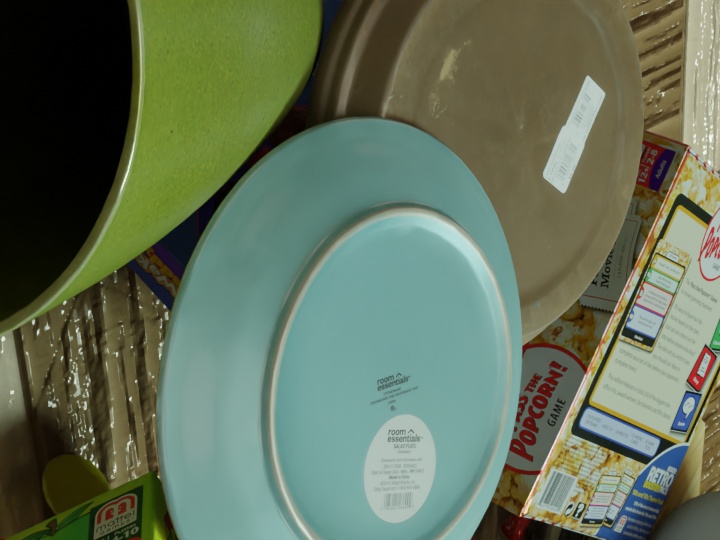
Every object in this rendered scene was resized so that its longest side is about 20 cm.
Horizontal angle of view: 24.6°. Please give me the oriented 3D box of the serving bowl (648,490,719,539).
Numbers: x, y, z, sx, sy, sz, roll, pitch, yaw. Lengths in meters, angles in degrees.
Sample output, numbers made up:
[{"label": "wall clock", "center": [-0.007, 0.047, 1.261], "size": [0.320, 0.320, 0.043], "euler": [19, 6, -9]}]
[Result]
[{"label": "serving bowl", "center": [0.177, 0.215, 0.966], "size": [0.200, 0.065, 0.201], "euler": [-52, 153, -40]}]

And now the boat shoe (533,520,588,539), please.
[{"label": "boat shoe", "center": [0.156, 0.087, 0.979], "size": [0.075, 0.073, 0.201], "euler": [-88, -167, -84]}]

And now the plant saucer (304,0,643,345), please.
[{"label": "plant saucer", "center": [0.058, -0.055, 0.696], "size": [0.199, 0.029, 0.202], "euler": [-12, 108, -42]}]

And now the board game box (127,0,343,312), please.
[{"label": "board game box", "center": [-0.003, -0.042, 0.732], "size": [0.135, 0.045, 0.200], "euler": [48, 64, -7]}]

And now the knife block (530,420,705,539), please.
[{"label": "knife block", "center": [0.135, 0.192, 1.027], "size": [0.175, 0.064, 0.201], "euler": [-22, 122, -42]}]

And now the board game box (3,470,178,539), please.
[{"label": "board game box", "center": [-0.141, 0.164, 0.613], "size": [0.199, 0.048, 0.102], "euler": [-25, 115, 6]}]

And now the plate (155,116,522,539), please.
[{"label": "plate", "center": [0.007, 0.043, 0.620], "size": [0.199, 0.025, 0.202], "euler": [-7, 100, -47]}]

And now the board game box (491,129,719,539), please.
[{"label": "board game box", "center": [0.144, 0.042, 0.876], "size": [0.151, 0.046, 0.201], "euler": [26, 89, -54]}]

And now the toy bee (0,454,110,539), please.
[{"label": "toy bee", "center": [-0.106, 0.123, 0.685], "size": [0.108, 0.131, 0.201], "euler": [-4, 128, -27]}]

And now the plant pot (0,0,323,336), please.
[{"label": "plant pot", "center": [-0.100, -0.084, 0.578], "size": [0.200, 0.186, 0.188], "euler": [-22, 123, -62]}]

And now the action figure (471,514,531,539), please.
[{"label": "action figure", "center": [0.106, 0.197, 0.878], "size": [0.065, 0.201, 0.099], "euler": [2, 139, -22]}]
